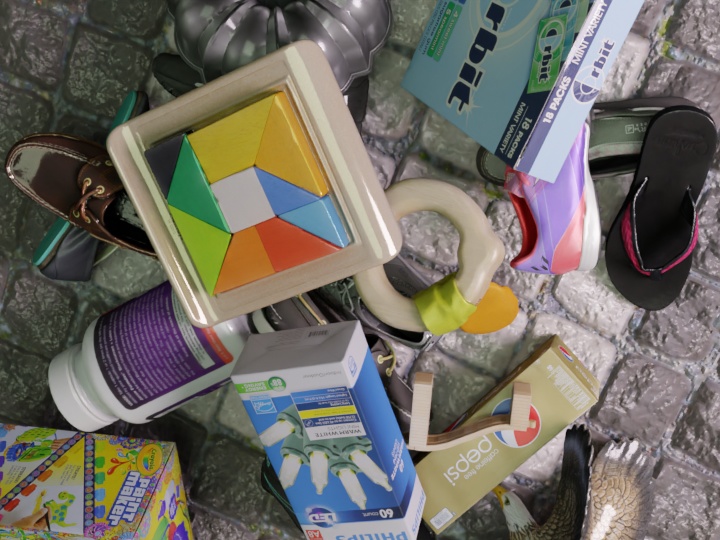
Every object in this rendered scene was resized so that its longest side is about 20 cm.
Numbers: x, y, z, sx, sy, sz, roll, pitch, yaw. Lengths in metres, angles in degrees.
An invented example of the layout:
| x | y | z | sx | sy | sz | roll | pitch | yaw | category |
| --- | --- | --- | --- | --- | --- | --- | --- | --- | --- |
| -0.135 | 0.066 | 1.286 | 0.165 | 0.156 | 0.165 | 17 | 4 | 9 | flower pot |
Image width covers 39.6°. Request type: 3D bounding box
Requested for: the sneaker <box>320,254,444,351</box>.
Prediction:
| x | y | z | sx | sy | sz | roll | pitch | yaw | category |
| --- | --- | --- | --- | --- | --- | --- | --- | --- | --- |
| 0.000 | 0.000 | 0.902 | 0.199 | 0.082 | 0.075 | 33 | 107 | 1 | sneaker |

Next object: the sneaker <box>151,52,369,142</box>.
| x | y | z | sx | sy | sz | roll | pitch | yaw | category |
| --- | --- | --- | --- | --- | --- | --- | --- | --- | --- |
| -0.085 | -0.170 | 0.889 | 0.198 | 0.076 | 0.092 | 15 | 96 | -1 | sneaker |

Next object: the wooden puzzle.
| x | y | z | sx | sy | sz | roll | pitch | yaw | category |
| --- | --- | --- | --- | --- | --- | --- | --- | --- | --- |
| -0.089 | -0.062 | 0.804 | 0.199 | 0.037 | 0.186 | -21 | 101 | 18 | wooden puzzle |

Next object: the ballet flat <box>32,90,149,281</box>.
| x | y | z | sx | sy | sz | roll | pitch | yaw | category |
| --- | --- | --- | --- | --- | --- | --- | --- | --- | --- |
| -0.233 | -0.072 | 0.940 | 0.073 | 0.073 | 0.201 | 33 | 101 | 0 | ballet flat |

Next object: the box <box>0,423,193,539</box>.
| x | y | z | sx | sy | sz | roll | pitch | yaw | category |
| --- | --- | --- | --- | --- | --- | --- | --- | --- | --- |
| -0.273 | 0.270 | 0.965 | 0.191 | 0.122 | 0.201 | 5 | 126 | 9 | box |

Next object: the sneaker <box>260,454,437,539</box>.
| x | y | z | sx | sy | sz | roll | pitch | yaw | category |
| --- | --- | --- | --- | --- | --- | --- | --- | --- | --- |
| -0.012 | 0.233 | 0.978 | 0.200 | 0.075 | 0.079 | 39 | 121 | 6 | sneaker |

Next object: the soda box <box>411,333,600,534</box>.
| x | y | z | sx | sy | sz | roll | pitch | yaw | category |
| --- | --- | --- | --- | --- | --- | --- | --- | --- | --- |
| 0.126 | 0.150 | 0.922 | 0.200 | 0.068 | 0.064 | -43 | 86 | 17 | soda box |

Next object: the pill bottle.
| x | y | z | sx | sy | sz | roll | pitch | yaw | category |
| --- | --- | --- | --- | --- | --- | --- | --- | --- | --- |
| -0.188 | 0.075 | 0.940 | 0.199 | 0.111 | 0.112 | -26 | 98 | 15 | pill bottle |

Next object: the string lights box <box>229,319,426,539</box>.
| x | y | z | sx | sy | sz | roll | pitch | yaw | category |
| --- | --- | --- | --- | --- | --- | --- | --- | --- | --- |
| -0.022 | 0.144 | 0.849 | 0.102 | 0.059 | 0.201 | -9 | 120 | 21 | string lights box |

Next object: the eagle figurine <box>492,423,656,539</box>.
| x | y | z | sx | sy | sz | roll | pitch | yaw | category |
| --- | --- | --- | --- | --- | --- | --- | --- | --- | --- |
| 0.177 | 0.240 | 0.892 | 0.200 | 0.152 | 0.151 | -42 | 101 | 16 | eagle figurine |

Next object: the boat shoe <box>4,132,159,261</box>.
| x | y | z | sx | sy | sz | roll | pitch | yaw | category |
| --- | --- | --- | --- | --- | --- | --- | --- | --- | --- |
| -0.215 | -0.061 | 0.870 | 0.199 | 0.070 | 0.071 | 21 | 107 | -9 | boat shoe |

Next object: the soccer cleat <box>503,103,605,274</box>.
| x | y | z | sx | sy | sz | roll | pitch | yaw | category |
| --- | --- | --- | --- | --- | --- | --- | --- | --- | --- |
| 0.147 | -0.096 | 0.805 | 0.072 | 0.068 | 0.202 | -7 | 94 | -5 | soccer cleat |

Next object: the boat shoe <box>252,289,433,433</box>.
| x | y | z | sx | sy | sz | roll | pitch | yaw | category |
| --- | --- | --- | --- | --- | --- | --- | --- | --- | --- |
| -0.005 | 0.083 | 0.921 | 0.201 | 0.072 | 0.061 | 39 | 108 | -11 | boat shoe |

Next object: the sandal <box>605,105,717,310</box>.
| x | y | z | sx | sy | sz | roll | pitch | yaw | category |
| --- | --- | --- | --- | --- | --- | --- | --- | --- | --- |
| 0.250 | -0.041 | 0.836 | 0.074 | 0.045 | 0.201 | 5 | 130 | 6 | sandal |

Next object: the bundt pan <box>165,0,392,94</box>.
| x | y | z | sx | sy | sz | roll | pitch | yaw | category |
| --- | --- | --- | --- | --- | --- | --- | --- | --- | --- |
| -0.070 | -0.237 | 0.825 | 0.200 | 0.076 | 0.204 | 0 | 84 | 3 | bundt pan |

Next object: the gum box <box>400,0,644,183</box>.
| x | y | z | sx | sy | sz | roll | pitch | yaw | category |
| --- | --- | --- | --- | --- | --- | --- | --- | --- | --- |
| 0.122 | -0.186 | 0.781 | 0.044 | 0.200 | 0.171 | 15 | 109 | -30 | gum box |

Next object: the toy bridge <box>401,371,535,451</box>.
| x | y | z | sx | sy | sz | roll | pitch | yaw | category |
| --- | --- | --- | --- | --- | --- | --- | --- | --- | --- |
| 0.054 | 0.123 | 0.875 | 0.198 | 0.027 | 0.068 | 6 | 110 | 6 | toy bridge |

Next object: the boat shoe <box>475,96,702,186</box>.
| x | y | z | sx | sy | sz | roll | pitch | yaw | category |
| --- | --- | --- | --- | --- | --- | --- | --- | --- | --- |
| 0.195 | -0.110 | 0.853 | 0.198 | 0.057 | 0.067 | -9 | 102 | 12 | boat shoe |

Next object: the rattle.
| x | y | z | sx | sy | sz | roll | pitch | yaw | category |
| --- | --- | --- | --- | --- | --- | --- | --- | --- | --- |
| 0.042 | -0.033 | 0.871 | 0.199 | 0.142 | 0.131 | 33 | 116 | 26 | rattle |
